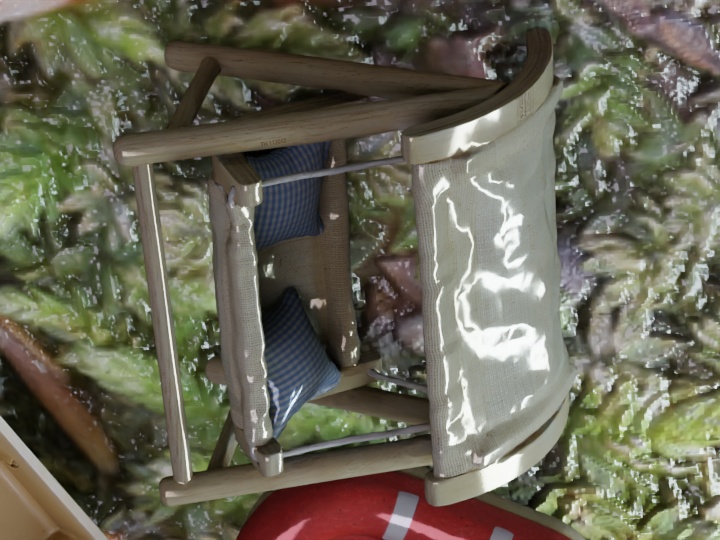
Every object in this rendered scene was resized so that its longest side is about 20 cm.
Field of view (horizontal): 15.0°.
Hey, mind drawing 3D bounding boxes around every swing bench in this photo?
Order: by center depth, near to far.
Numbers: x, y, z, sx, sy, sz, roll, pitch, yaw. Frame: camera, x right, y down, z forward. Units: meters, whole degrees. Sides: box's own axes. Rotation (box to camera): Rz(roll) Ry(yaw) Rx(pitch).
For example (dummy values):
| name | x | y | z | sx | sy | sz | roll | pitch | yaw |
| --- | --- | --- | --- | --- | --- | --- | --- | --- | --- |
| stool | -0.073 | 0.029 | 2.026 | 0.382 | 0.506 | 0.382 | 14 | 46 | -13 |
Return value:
| name | x | y | z | sx | sy | sz | roll | pitch | yaw |
| --- | --- | --- | --- | --- | --- | --- | --- | --- | --- |
| swing bench | 0.000 | 0.000 | 1.319 | 0.198 | 0.130 | 0.200 | 0 | 119 | 10 |

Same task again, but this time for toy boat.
| name | x | y | z | sx | sy | sz | roll | pitch | yaw |
| --- | --- | --- | --- | --- | --- | --- | --- | --- | --- |
| toy boat | 0.025 | 0.185 | 1.416 | 0.199 | 0.131 | 0.131 | 20 | 121 | -1 |

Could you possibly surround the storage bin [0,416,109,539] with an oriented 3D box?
| name | x | y | z | sx | sy | sz | roll | pitch | yaw |
| --- | --- | --- | --- | --- | --- | --- | --- | --- | --- |
| storage bin | -0.268 | 0.139 | 1.413 | 0.198 | 0.094 | 0.200 | -44 | 109 | -14 |
